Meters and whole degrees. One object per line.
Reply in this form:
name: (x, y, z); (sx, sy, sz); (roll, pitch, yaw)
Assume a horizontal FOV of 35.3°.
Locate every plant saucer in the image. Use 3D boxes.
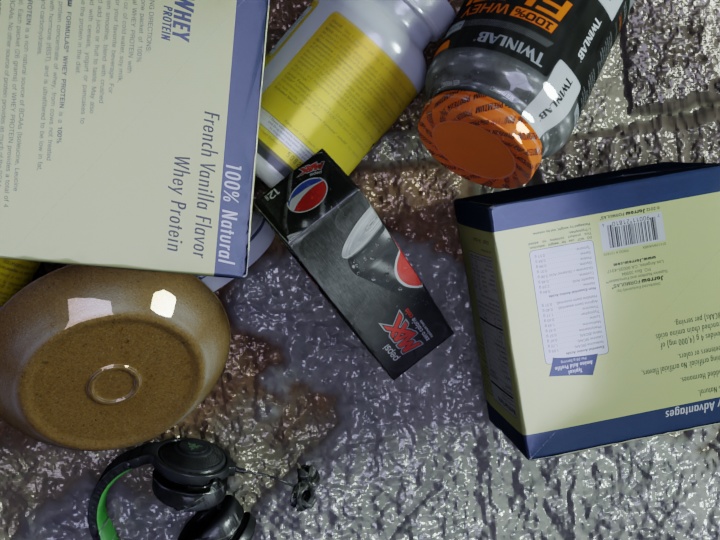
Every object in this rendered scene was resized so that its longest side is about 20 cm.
plant saucer: (-0.196, 0.079, 0.889); (0.199, 0.035, 0.201); (-12, 131, -14)

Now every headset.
headset: (-0.129, 0.198, 0.930); (0.199, 0.094, 0.124); (-18, 106, 6)

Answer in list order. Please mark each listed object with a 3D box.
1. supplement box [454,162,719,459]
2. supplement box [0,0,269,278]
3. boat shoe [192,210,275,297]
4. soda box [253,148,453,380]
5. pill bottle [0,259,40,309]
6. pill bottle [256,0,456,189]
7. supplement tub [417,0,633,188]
supplement box: (0.199, 0.026, 0.929); (0.199, 0.134, 0.201); (-10, 97, -5)
supplement box: (-0.169, -0.103, 0.767); (0.199, 0.134, 0.201); (4, 93, -8)
boat shoe: (-0.172, -0.014, 0.913); (0.201, 0.075, 0.086); (-26, 116, 3)
soda box: (0.000, 0.000, 0.893); (0.071, 0.063, 0.200); (-38, 136, -1)
pill bottle: (-0.323, 0.014, 0.880); (0.112, 0.113, 0.201); (28, 92, -9)
pill bottle: (-0.018, -0.151, 0.900); (0.112, 0.112, 0.200); (41, 90, -10)
supplement tub: (0.128, -0.171, 0.882); (0.122, 0.123, 0.201); (31, 68, -10)
